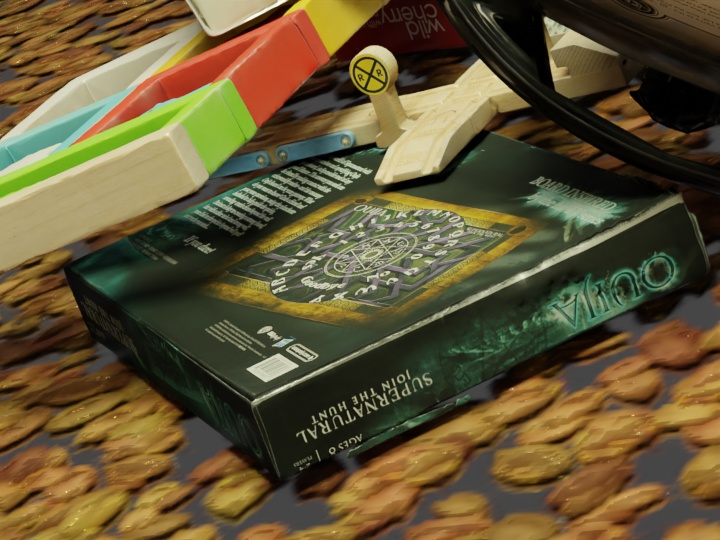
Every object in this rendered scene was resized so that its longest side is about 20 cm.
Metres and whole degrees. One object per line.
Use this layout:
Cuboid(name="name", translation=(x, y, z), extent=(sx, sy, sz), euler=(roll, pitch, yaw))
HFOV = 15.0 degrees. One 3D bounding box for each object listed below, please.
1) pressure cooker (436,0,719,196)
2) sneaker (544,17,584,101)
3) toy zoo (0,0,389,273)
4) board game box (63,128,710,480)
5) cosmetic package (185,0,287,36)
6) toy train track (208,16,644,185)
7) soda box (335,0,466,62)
Cuboid(name="pressure cooker", translation=(0.118, -0.118, 0.738), extent=(0.176, 0.178, 0.200), euler=(21, 88, 47))
Cuboid(name="sneaker", translation=(0.098, -0.136, 0.895), extent=(0.200, 0.077, 0.086), euler=(-60, 11, 23))
Cuboid(name="toy zoo", translation=(-0.069, -0.052, 0.887), extent=(0.131, 0.020, 0.200), euler=(-21, 16, 29))
Cuboid(name="board game box", translation=(0.000, 0.000, 0.812), extent=(0.135, 0.028, 0.200), euler=(-25, 18, -14))
Cuboid(name="cosmetic package", translation=(-0.032, -0.146, 0.959), extent=(0.105, 0.071, 0.200), euler=(-29, 13, 2))
Cuboid(name="toy train track", translation=(-0.004, -0.058, 0.887), extent=(0.200, 0.033, 0.115), euler=(-12, 19, 30))
Cuboid(name="soda box", translation=(0.066, -0.129, 1.044), extent=(0.200, 0.070, 0.063), euler=(0, 27, 47))
